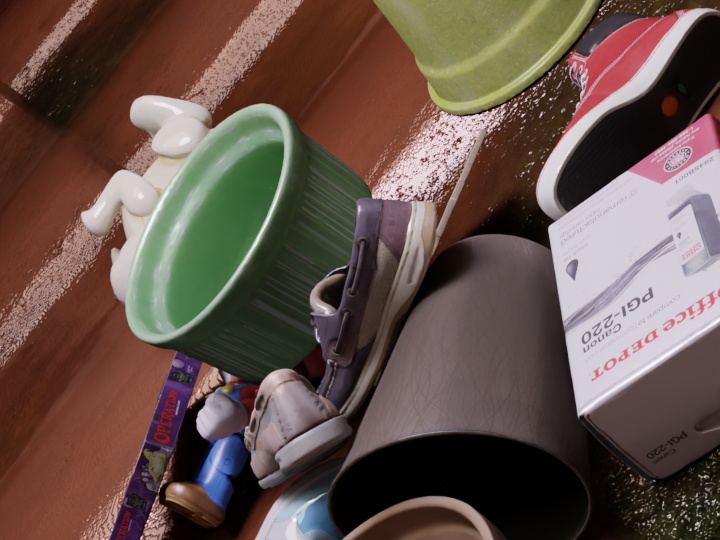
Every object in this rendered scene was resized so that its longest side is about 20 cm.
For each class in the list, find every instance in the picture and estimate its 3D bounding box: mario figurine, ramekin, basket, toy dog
[{"bbox_3d":[-0.107,0.098,1.709,0.123,0.106,0.200,13,69,46],"label":"mario figurine"},{"bbox_3d":[-0.079,-0.015,1.613,0.200,0.098,0.200,-39,34,33],"label":"ramekin"},{"bbox_3d":[0.082,0.083,1.435,0.180,0.136,0.200,-16,37,29],"label":"basket"},{"bbox_3d":[-0.152,-0.033,1.942,0.194,0.140,0.200,8,52,16],"label":"toy dog"}]

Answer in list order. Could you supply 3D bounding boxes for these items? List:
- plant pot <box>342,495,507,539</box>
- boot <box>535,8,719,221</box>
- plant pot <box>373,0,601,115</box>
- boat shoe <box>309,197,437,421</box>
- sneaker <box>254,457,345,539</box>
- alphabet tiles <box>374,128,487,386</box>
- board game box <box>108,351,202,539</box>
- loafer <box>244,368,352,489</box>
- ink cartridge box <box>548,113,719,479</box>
[{"bbox_3d":[0.038,0.247,1.328,0.201,0.093,0.201,-35,33,27],"label":"plant pot"},{"bbox_3d":[0.177,-0.116,1.608,0.200,0.072,0.144,-49,26,-16],"label":"boot"},{"bbox_3d":[0.076,-0.265,1.812,0.200,0.184,0.201,-35,32,25],"label":"plant pot"},{"bbox_3d":[-0.004,0.025,1.496,0.072,0.065,0.200,-78,9,-49],"label":"boat shoe"},{"bbox_3d":[-0.040,0.232,1.482,0.200,0.079,0.131,-54,24,12],"label":"sneaker"},{"bbox_3d":[0.051,-0.011,1.602,0.200,0.006,0.167,-64,-3,-61],"label":"alphabet tiles"},{"bbox_3d":[-0.159,0.125,1.748,0.200,0.032,0.120,-77,3,-57],"label":"board game box"},{"bbox_3d":[-0.046,0.105,1.474,0.072,0.063,0.200,-29,-5,-11],"label":"loafer"},{"bbox_3d":[0.207,0.015,1.384,0.146,0.085,0.200,-37,32,23],"label":"ink cartridge box"}]
